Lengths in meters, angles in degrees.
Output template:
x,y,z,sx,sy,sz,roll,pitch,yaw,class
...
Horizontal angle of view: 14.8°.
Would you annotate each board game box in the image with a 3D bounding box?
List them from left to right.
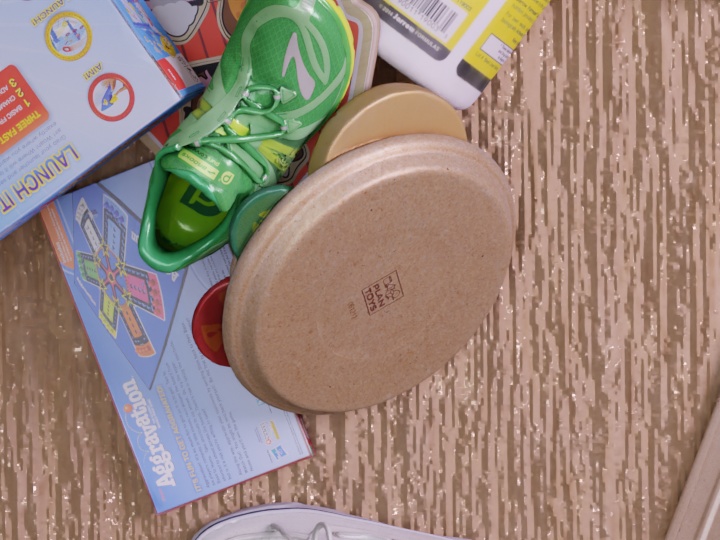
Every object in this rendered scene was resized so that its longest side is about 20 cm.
x,y,z,sx,sy,sz,roll,pitch,yaw,class
-0.225,-0.124,1.570,0.200,0.056,0.196,-34,91,15,board game box
-0.111,0.036,1.663,0.103,0.019,0.200,-21,90,4,board game box

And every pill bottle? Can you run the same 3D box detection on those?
x,y,z,sx,sy,sz,roll,pitch,yaw,class
0.074,-0.201,1.591,0.112,0.112,0.200,38,95,3,pill bottle

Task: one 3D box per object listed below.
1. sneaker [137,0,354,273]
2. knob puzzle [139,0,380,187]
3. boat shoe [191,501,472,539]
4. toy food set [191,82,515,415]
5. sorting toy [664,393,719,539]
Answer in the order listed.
x,y,z,sx,sy,sz,roll,pitch,yaw,class
-0.064,-0.073,1.531,0.074,0.084,0.200,29,122,0,sneaker
-0.077,-0.121,1.579,0.219,0.030,0.220,12,116,25,knob puzzle
-0.008,0.184,1.627,0.202,0.086,0.075,9,93,4,boat shoe
0.000,0.000,1.586,0.198,0.200,0.049,-41,49,-1,toy food set
0.278,0.128,1.594,0.185,0.036,0.200,24,92,34,sorting toy
